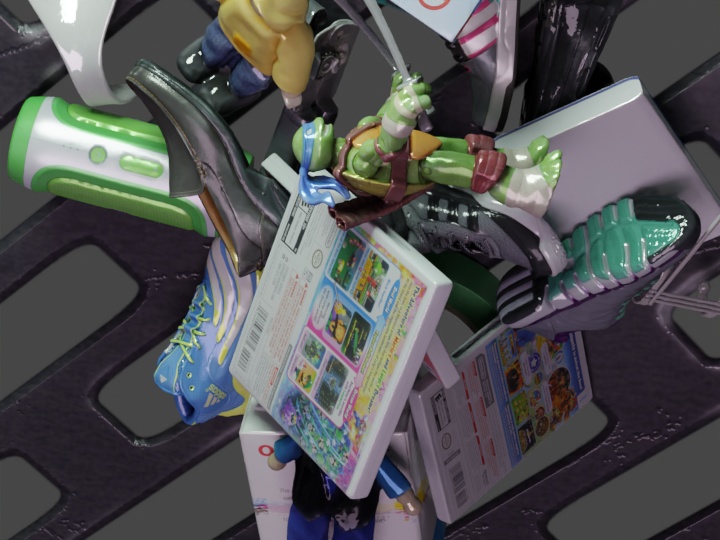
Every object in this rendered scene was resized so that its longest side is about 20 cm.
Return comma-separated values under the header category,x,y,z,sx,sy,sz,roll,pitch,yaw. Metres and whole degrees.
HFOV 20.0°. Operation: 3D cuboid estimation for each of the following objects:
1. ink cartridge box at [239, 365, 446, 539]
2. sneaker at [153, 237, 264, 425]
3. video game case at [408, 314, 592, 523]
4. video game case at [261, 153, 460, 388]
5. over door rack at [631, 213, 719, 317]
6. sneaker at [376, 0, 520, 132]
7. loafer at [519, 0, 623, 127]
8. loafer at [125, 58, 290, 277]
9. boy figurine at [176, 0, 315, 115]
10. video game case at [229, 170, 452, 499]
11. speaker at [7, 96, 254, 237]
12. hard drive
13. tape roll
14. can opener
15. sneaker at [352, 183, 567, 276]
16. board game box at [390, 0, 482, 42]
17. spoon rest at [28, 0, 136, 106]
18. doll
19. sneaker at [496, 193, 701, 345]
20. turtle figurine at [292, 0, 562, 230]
category,x,y,z,sx,sy,sz,roll,pitch,yaw
ink cartridge box,-0.010,0.176,1.799,0.146,0.146,0.201,0,124,11
sneaker,-0.131,0.061,1.818,0.076,0.105,0.201,31,137,37
video game case,0.125,0.107,1.768,0.018,0.200,0.144,20,135,42
video game case,0.000,0.000,1.682,0.017,0.200,0.143,-39,141,-8
over door rack,0.332,-0.024,1.668,0.147,0.067,0.200,10,149,-22
sneaker,0.066,-0.205,1.615,0.120,0.084,0.201,2,117,3
loafer,0.169,-0.148,1.645,0.070,0.068,0.201,7,128,-2
loafer,-0.129,-0.084,1.663,0.072,0.073,0.200,-42,97,-7
boy figurine,-0.081,-0.185,1.608,0.125,0.064,0.200,57,156,1
video game case,-0.020,0.047,1.605,0.024,0.182,0.201,-2,123,-42
speaker,-0.195,-0.089,1.743,0.199,0.089,0.089,15,126,1
hard drive,0.208,-0.069,1.671,0.132,0.025,0.200,-23,139,19
tape roll,0.048,0.070,1.833,0.200,0.048,0.201,5,125,7
can opener,-0.056,-0.137,1.718,0.067,0.053,0.200,42,130,23
sneaker,0.068,-0.028,1.680,0.200,0.114,0.076,35,166,25
board game box,0.042,-0.307,1.514,0.200,0.056,0.196,34,100,-7
spoon rest,-0.229,-0.218,1.678,0.099,0.061,0.201,-5,124,14
doll,-0.015,0.185,1.686,0.136,0.048,0.201,12,117,15
sneaker,0.211,0.002,1.686,0.200,0.075,0.087,-26,139,36
turtle figurine,0.057,-0.123,1.536,0.193,0.201,0.144,16,161,-10
